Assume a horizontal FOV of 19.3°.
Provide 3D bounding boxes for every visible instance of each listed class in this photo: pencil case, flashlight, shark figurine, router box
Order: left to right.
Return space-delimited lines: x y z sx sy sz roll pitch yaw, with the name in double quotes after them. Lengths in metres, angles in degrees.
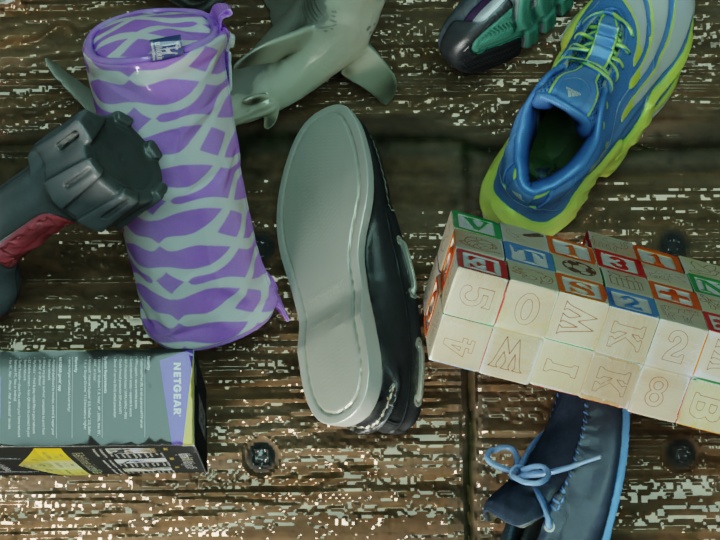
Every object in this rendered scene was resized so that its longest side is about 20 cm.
-0.182 -0.020 1.170 0.068 0.200 0.068 -5 73 -46 "flashlight"
-0.163 0.079 1.146 0.157 0.200 0.052 0 81 -3 "router box"
-0.098 -0.053 1.188 0.085 0.084 0.201 -17 121 -16 "pencil case"
-0.067 -0.133 1.266 0.214 0.128 0.090 -27 55 11 "shark figurine"

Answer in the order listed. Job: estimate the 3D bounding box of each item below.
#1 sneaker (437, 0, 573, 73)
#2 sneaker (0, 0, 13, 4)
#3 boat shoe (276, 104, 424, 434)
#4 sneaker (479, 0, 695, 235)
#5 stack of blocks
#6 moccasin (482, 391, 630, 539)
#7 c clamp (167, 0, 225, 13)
0.103 -0.204 1.284 0.088 0.074 0.200 41 71 19 "sneaker"
-0.227 -0.189 1.260 0.087 0.075 0.200 39 81 0 "sneaker"
0.000 0.000 1.238 0.074 0.060 0.201 -28 58 35 "boat shoe"
0.142 -0.106 1.240 0.076 0.105 0.200 29 80 3 "sneaker"
0.138 0.026 1.194 0.199 0.115 0.059 14 111 -6 "stack of blocks"
0.103 0.143 1.203 0.068 0.080 0.201 16 78 -11 "moccasin"
-0.088 -0.234 1.215 0.027 0.200 0.171 6 100 -34 "c clamp"
